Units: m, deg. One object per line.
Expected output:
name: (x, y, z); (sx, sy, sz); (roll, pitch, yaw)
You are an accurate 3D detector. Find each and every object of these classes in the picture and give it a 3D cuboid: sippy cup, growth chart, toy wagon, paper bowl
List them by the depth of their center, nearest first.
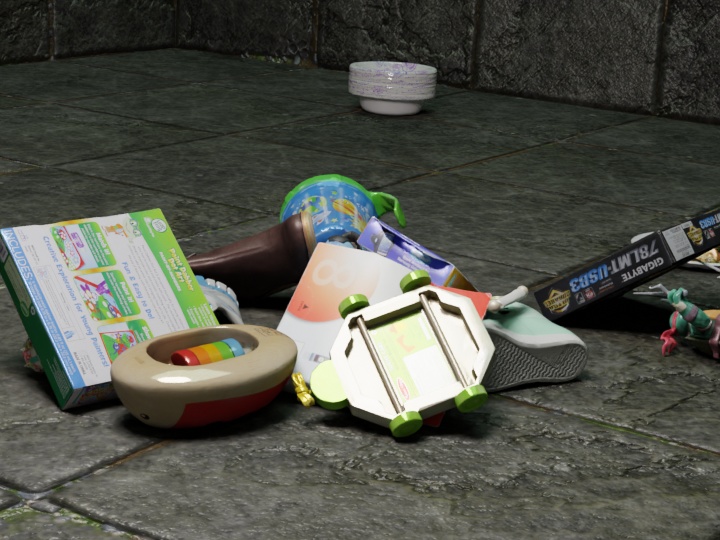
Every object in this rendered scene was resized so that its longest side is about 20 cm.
toy wagon: (0.029, 0.090, 1.489); (0.199, 0.040, 0.156); (-21, 59, -7)
growth chart: (0.079, 0.043, 1.644); (0.198, 0.018, 0.145); (-8, 4, 13)
sippy cup: (-0.037, -0.038, 1.958); (0.139, 0.178, 0.131); (28, 20, -18)
paper bowl: (0.071, -0.409, 3.400); (0.199, 0.105, 0.201); (2, 15, -1)

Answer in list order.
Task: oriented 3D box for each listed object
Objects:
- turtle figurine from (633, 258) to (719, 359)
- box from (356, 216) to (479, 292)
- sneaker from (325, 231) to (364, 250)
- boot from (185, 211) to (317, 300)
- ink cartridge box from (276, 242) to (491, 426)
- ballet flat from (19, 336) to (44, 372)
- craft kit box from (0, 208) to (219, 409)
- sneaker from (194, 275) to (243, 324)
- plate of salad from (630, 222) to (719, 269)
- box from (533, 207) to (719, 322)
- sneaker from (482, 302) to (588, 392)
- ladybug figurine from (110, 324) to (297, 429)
turtle figurine: (0.426, 0.053, 1.749); (0.199, 0.102, 0.149); (10, 22, 39)
box: (0.071, -0.001, 1.774); (0.119, 0.042, 0.200); (32, -1, 21)
sneaker: (0.000, 0.000, 1.821); (0.078, 0.091, 0.200); (4, -6, 14)
boot: (-0.142, -0.008, 1.808); (0.165, 0.073, 0.200); (-6, -19, -15)
ink cartridge box: (0.014, 0.063, 1.544); (0.199, 0.163, 0.050); (10, -29, 31)
ballet flat: (-0.318, 0.062, 1.638); (0.064, 0.076, 0.200); (-29, 4, 12)
craft kit box: (-0.256, 0.034, 1.566); (0.196, 0.049, 0.201); (-11, 61, -37)
sneaker: (-0.206, 0.037, 1.673); (0.199, 0.075, 0.087); (16, 18, -34)
plate of salad: (0.499, -0.042, 2.222); (0.198, 0.048, 0.200); (2, 15, -1)
box: (0.344, -0.007, 1.866); (0.199, 0.050, 0.198); (-30, -10, 38)
sneaker: (0.136, 0.077, 1.644); (0.199, 0.074, 0.118); (5, 18, -31)
ladybug figurine: (-0.148, 0.105, 1.476); (0.199, 0.073, 0.135); (-10, 22, -31)
